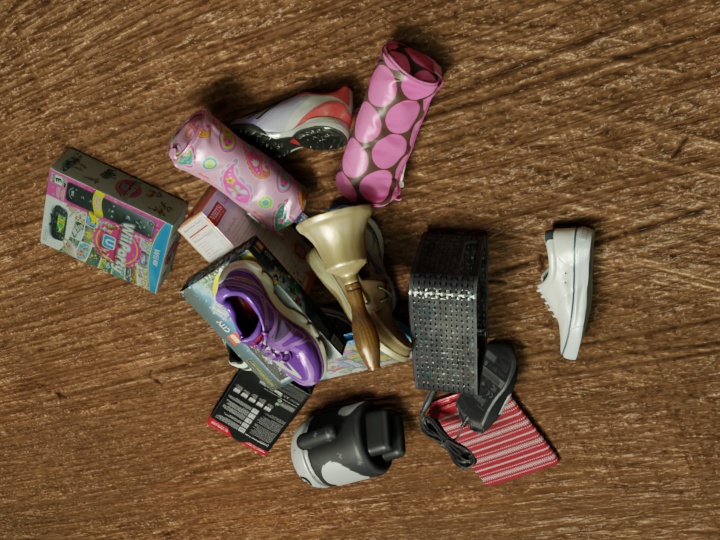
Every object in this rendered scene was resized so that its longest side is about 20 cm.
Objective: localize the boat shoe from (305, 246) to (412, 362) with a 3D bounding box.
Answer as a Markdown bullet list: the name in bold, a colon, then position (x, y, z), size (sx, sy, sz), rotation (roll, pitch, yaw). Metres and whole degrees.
- **boat shoe**: position (0.009, 0.034, 1.127), size (0.064, 0.071, 0.200), rotation (-42, 82, 12)

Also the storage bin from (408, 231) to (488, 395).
- **storage bin**: position (0.126, 0.060, 1.171), size (0.092, 0.136, 0.202), rotation (3, 126, 14)

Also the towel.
- **towel**: position (0.216, 0.267, 1.369), size (0.144, 0.023, 0.201), rotation (-26, 116, 29)

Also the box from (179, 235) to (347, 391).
- **box**: position (-0.131, 0.063, 1.144), size (0.136, 0.038, 0.200), rotation (-28, 113, 30)

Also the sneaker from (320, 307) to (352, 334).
- **sneaker**: position (-0.104, 0.106, 1.314), size (0.197, 0.080, 0.079), rotation (4, 126, 12)

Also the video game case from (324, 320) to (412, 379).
- **video game case**: position (-0.004, 0.125, 1.277), size (0.198, 0.018, 0.143), rotation (-16, 156, 21)

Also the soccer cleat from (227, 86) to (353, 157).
- **soccer cleat**: position (-0.092, -0.198, 1.108), size (0.198, 0.074, 0.068), rotation (1, 157, 36)

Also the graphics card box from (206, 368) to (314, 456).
- **graphics card box**: position (-0.171, 0.223, 1.437), size (0.125, 0.051, 0.201), rotation (30, 129, -6)

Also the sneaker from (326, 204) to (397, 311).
- **sneaker**: position (0.000, 0.000, 1.200), size (0.076, 0.086, 0.202), rotation (-12, 120, 24)

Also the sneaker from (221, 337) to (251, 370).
- **sneaker**: position (-0.178, 0.053, 1.249), size (0.073, 0.080, 0.202), rotation (-23, 77, 23)

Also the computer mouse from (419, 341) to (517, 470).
- **computer mouse**: position (0.170, 0.193, 1.299), size (0.046, 0.140, 0.202), rotation (15, 101, -42)

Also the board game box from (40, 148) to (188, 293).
- **board game box**: position (-0.377, -0.073, 1.277), size (0.198, 0.065, 0.148), rotation (24, 129, -2)

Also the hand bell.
- **hand bell**: position (-0.009, 0.028, 1.066), size (0.103, 0.104, 0.203), rotation (-17, 84, 27)

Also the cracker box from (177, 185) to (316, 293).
- **cracker box**: position (-0.151, -0.034, 1.191), size (0.057, 0.135, 0.200), rotation (-29, 112, 31)

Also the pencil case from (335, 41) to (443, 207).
- **pencil case**: position (0.039, -0.180, 1.058), size (0.093, 0.091, 0.201), rotation (18, 127, -5)

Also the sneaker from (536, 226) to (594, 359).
- **sneaker**: position (0.280, 0.029, 1.154), size (0.070, 0.073, 0.202), rotation (8, 118, 22)

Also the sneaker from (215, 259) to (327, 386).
- **sneaker**: position (-0.122, 0.084, 1.080), size (0.080, 0.084, 0.200), rotation (-27, 115, 29)

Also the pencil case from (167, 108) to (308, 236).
- **pencil case**: position (-0.160, -0.128, 1.122), size (0.087, 0.088, 0.199), rotation (-29, 130, 32)

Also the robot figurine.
- **robot figurine**: position (-0.023, 0.292, 1.393), size (0.198, 0.125, 0.151), rotation (-20, 110, 28)
